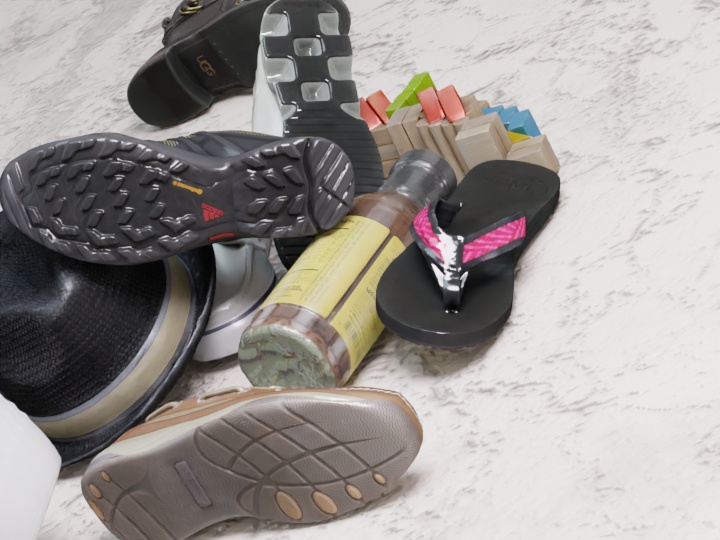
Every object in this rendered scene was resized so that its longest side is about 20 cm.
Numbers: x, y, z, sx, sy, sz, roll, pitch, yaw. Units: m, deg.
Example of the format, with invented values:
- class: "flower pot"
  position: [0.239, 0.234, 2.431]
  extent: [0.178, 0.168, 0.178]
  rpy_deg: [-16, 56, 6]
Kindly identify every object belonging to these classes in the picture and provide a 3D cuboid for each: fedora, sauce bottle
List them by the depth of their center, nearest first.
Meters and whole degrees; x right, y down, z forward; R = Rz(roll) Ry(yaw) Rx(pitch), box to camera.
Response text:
- class: "sauce bottle"
  position: [0.000, 0.000, 1.524]
  extent: [0.065, 0.065, 0.200]
  rpy_deg: [-10, 27, 36]
- class: "fedora"
  position: [-0.179, 0.021, 1.571]
  extent: [0.201, 0.092, 0.201]
  rpy_deg: [-31, 38, 28]

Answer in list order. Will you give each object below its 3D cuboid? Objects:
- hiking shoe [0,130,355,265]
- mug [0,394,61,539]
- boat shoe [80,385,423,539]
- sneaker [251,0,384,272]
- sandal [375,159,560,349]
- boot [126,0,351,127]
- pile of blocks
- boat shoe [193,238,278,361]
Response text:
- class: "hiking shoe"
  position: [-0.104, -0.042, 1.535]
  extent: [0.200, 0.076, 0.101]
  rpy_deg: [0, 3, -2]
- class: "mug"
  position: [-0.260, 0.118, 1.439]
  extent: [0.200, 0.175, 0.148]
  rpy_deg: [126, 164, -65]
- class: "boat shoe"
  position: [-0.054, 0.087, 1.390]
  extent: [0.200, 0.076, 0.072]
  rpy_deg: [-11, 26, 31]
- class: "sneaker"
  position: [-0.031, -0.065, 1.667]
  extent: [0.074, 0.089, 0.200]
  rpy_deg: [4, 56, -11]
- class: "sandal"
  position: [0.061, -0.021, 1.494]
  extent: [0.075, 0.045, 0.200]
  rpy_deg: [12, 35, 14]
- class: "boot"
  position: [-0.084, -0.192, 2.011]
  extent: [0.200, 0.069, 0.174]
  rpy_deg: [-20, 25, 24]
- class: "pile of blocks"
  position: [0.056, -0.094, 1.660]
  extent: [0.082, 0.062, 0.200]
  rpy_deg: [-39, 26, -23]
- class: "boat shoe"
  position: [-0.087, -0.012, 1.640]
  extent: [0.072, 0.066, 0.200]
  rpy_deg: [-23, 23, 11]
